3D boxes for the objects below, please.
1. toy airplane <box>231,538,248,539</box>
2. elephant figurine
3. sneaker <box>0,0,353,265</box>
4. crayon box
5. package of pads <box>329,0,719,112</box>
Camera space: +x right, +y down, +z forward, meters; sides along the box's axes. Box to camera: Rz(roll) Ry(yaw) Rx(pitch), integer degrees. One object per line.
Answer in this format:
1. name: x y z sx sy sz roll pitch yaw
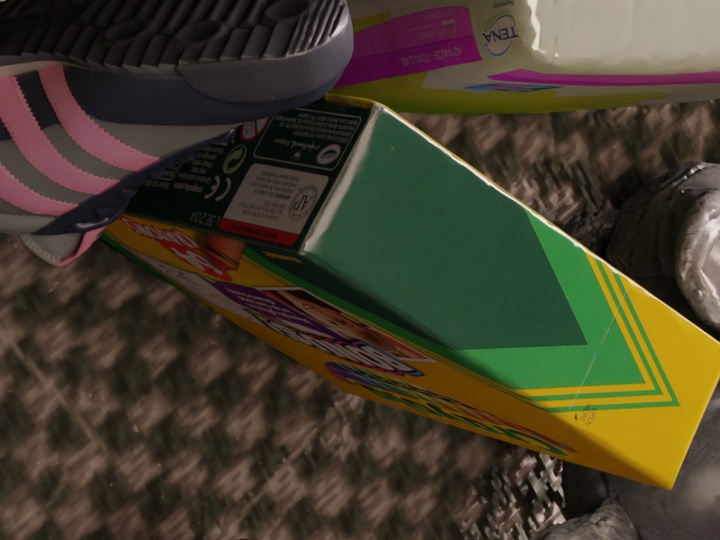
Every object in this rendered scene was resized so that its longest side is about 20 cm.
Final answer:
1. toy airplane: -0.052 0.226 0.843 0.200 0.141 0.200 -48 117 -19
2. elephant figurine: 0.132 0.018 0.957 0.140 0.155 0.202 -11 79 9
3. sneaker: -0.083 -0.045 0.752 0.070 0.198 0.083 -54 132 -49
4. crayon box: 0.000 0.000 0.813 0.172 0.199 0.059 34 79 -32
5. package of pads: 0.099 -0.099 0.887 0.199 0.154 0.069 -3 90 -31
